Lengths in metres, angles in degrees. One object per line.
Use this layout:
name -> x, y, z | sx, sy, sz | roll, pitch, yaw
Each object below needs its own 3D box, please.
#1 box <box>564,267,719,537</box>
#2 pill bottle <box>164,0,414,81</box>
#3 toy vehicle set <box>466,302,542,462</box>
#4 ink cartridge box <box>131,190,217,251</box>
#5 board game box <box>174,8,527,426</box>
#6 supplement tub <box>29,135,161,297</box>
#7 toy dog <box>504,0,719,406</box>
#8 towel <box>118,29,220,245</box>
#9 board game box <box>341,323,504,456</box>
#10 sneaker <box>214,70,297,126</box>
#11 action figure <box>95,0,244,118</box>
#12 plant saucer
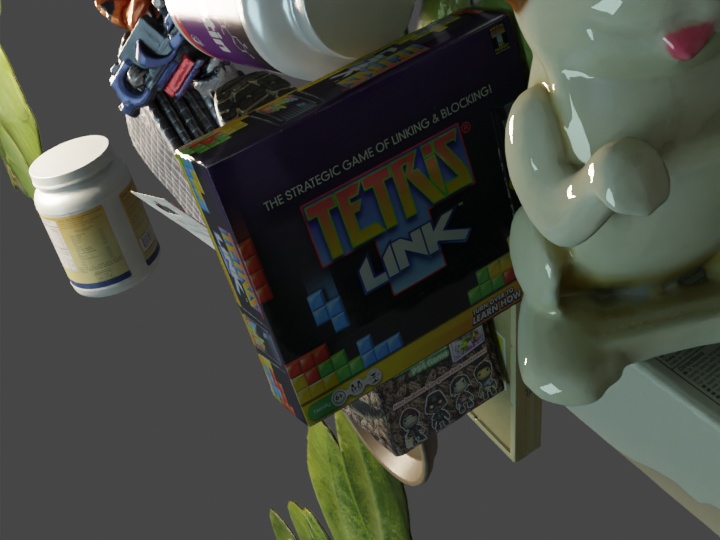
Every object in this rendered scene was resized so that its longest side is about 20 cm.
box -> 0.186, 0.066, 0.538 | 0.200, 0.094, 0.078 | 43, 154, 45
pill bottle -> -0.048, -0.185, 0.743 | 0.199, 0.112, 0.114 | 26, 141, 58
toy vehicle set -> 0.085, 0.037, 0.841 | 0.124, 0.026, 0.202 | 46, 155, 38
ink cartridge box -> -0.102, -0.029, 1.048 | 0.199, 0.057, 0.162 | 40, 170, -21
board game box -> 0.016, -0.033, 0.661 | 0.057, 0.198, 0.167 | 29, 144, 58
supplement tub -> -0.387, -0.079, 1.672 | 0.144, 0.143, 0.202 | 32, 145, 53
toy dog -> 0.123, -0.077, 0.481 | 0.195, 0.137, 0.202 | -86, -13, -48
towel -> -0.173, -0.132, 1.163 | 0.201, 0.085, 0.166 | 55, 160, 15
board game box -> 0.000, 0.000, 0.817 | 0.159, 0.096, 0.202 | 31, 144, 55
sneaker -> -0.061, -0.080, 0.969 | 0.201, 0.078, 0.089 | 55, 157, 16
action figure -> -0.168, -0.245, 1.042 | 0.199, 0.104, 0.195 | -35, 90, 40
plant saucer -> 0.015, 0.116, 1.118 | 0.200, 0.029, 0.201 | 50, 158, 28
